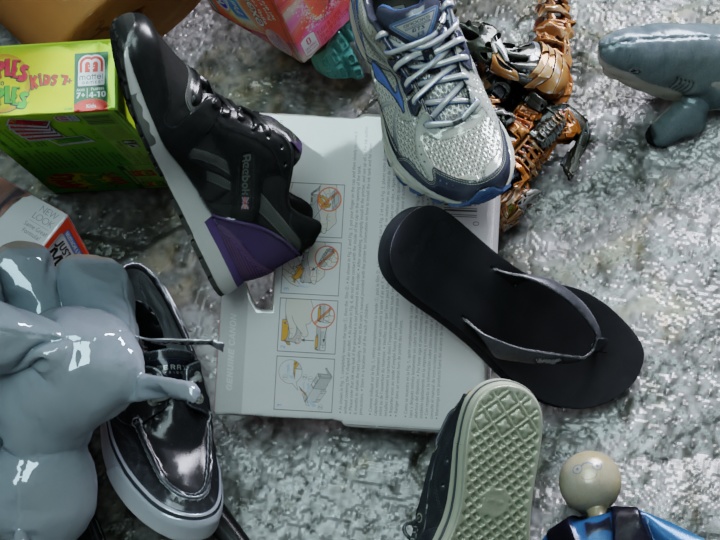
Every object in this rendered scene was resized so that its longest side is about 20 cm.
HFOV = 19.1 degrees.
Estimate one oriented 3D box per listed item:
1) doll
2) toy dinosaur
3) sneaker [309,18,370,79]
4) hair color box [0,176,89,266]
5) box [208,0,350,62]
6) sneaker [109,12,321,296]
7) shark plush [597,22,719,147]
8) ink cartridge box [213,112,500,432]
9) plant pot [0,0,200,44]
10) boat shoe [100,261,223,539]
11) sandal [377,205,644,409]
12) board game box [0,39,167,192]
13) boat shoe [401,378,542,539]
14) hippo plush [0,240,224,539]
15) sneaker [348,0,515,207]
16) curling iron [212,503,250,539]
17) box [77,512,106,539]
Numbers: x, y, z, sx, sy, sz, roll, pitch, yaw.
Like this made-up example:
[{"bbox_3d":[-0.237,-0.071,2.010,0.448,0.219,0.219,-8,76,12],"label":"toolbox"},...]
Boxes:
[{"bbox_3d":[0.159,0.201,1.295,0.136,0.049,0.201,-18,56,11],"label":"doll"},{"bbox_3d":[0.097,-0.125,1.459,0.135,0.102,0.201,19,49,2],"label":"toy dinosaur"},{"bbox_3d":[0.001,-0.220,1.522,0.091,0.078,0.201,14,59,25],"label":"sneaker"},{"bbox_3d":[-0.283,0.030,1.398,0.110,0.064,0.200,27,67,25],"label":"hair color box"},{"bbox_3d":[-0.018,-0.254,1.447,0.200,0.095,0.102,-45,51,-15],"label":"box"},{"bbox_3d":[-0.086,-0.084,1.311,0.087,0.201,0.076,-23,37,1],"label":"sneaker"},{"bbox_3d":[0.259,-0.139,1.425,0.198,0.083,0.092,3,64,11],"label":"shark plush"},{"bbox_3d":[0.000,0.000,1.383,0.175,0.045,0.202,3,87,10],"label":"ink cartridge box"},{"bbox_3d":[-0.194,-0.231,1.499,0.199,0.200,0.141,-33,81,-7],"label":"plant pot"},{"bbox_3d":[-0.128,0.079,1.369,0.071,0.068,0.201,3,45,-25],"label":"boat shoe"},{"bbox_3d":[0.098,0.029,1.334,0.199,0.043,0.077,28,77,-24],"label":"sandal"},{"bbox_3d":[-0.183,-0.099,1.412,0.101,0.200,0.048,-2,78,8],"label":"board game box"},{"bbox_3d":[0.066,0.165,1.315,0.074,0.062,0.202,13,87,-15],"label":"boat shoe"},{"bbox_3d":[-0.194,0.086,1.314,0.198,0.159,0.162,16,111,3],"label":"hippo plush"},{"bbox_3d":[0.036,-0.128,1.331,0.077,0.085,0.201,-22,58,-7],"label":"sneaker"},{"bbox_3d":[-0.127,0.132,1.387,0.200,0.026,0.049,44,41,21],"label":"curling iron"},{"bbox_3d":[-0.277,0.151,1.395,0.192,0.048,0.201,-23,63,-1],"label":"box"}]
